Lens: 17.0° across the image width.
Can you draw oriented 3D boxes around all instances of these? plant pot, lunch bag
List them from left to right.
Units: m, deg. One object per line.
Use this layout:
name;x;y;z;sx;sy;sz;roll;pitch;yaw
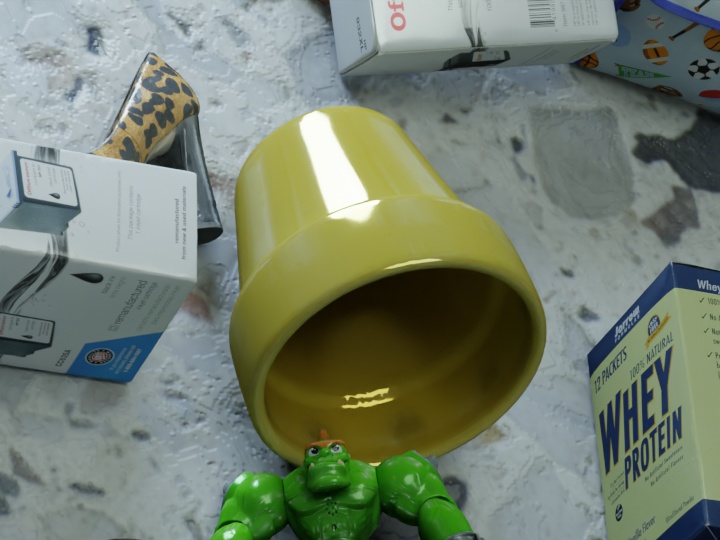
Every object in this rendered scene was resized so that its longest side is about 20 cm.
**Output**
plant pot;0.000;0.000;1.589;0.199;0.202;0.190;1;44;-25
lunch bag;0.274;-0.219;1.848;0.169;0.200;0.125;18;53;-15

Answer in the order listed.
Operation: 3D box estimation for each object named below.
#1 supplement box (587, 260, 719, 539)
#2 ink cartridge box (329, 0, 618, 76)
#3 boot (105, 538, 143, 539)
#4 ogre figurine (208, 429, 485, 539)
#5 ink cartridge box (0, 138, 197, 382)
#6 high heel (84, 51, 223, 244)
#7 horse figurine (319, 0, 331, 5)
supplement box;0.280;0.126;1.668;0.198;0.134;0.201;10;56;-20
ink cartridge box;0.078;-0.227;1.795;0.198;0.084;0.146;-5;83;-23
boot;-0.167;0.261;1.404;0.185;0.064;0.201;-4;56;-8
ogre figurine;-0.018;0.172;1.519;0.098;0.199;0.121;55;21;-44
ink cartridge box;-0.217;-0.009;1.508;0.198;0.147;0.087;8;58;-21
high heel;-0.189;-0.089;1.618;0.199;0.071;0.144;4;61;-40
horse figurine;-0.060;-0.298;1.822;0.199;0.050;0.133;35;74;-12
